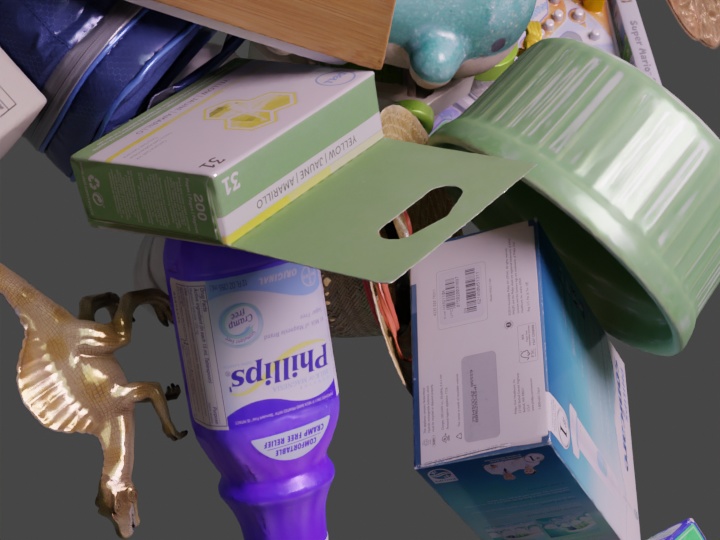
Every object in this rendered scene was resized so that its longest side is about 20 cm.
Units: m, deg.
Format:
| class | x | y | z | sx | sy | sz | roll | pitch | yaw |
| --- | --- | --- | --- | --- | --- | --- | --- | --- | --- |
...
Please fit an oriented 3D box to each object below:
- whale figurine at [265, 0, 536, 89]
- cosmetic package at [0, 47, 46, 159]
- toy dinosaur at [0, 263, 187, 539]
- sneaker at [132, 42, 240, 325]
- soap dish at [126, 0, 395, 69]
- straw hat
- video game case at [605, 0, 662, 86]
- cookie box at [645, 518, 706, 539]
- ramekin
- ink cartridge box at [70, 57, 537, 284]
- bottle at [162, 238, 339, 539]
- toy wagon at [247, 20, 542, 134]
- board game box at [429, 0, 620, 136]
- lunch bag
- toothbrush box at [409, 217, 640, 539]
| class | x | y | z | sx | sy | sz | roll | pitch | yaw |
| --- | --- | --- | --- | --- | --- | --- | --- | --- | --- |
| whale figurine | 0.023 | -0.190 | 1.016 | 0.198 | 0.104 | 0.160 | -9 | 59 | -27 |
| cosmetic package | -0.265 | -0.053 | 0.802 | 0.103 | 0.087 | 0.200 | 47 | 45 | -5 |
| toy dinosaur | -0.151 | 0.041 | 0.865 | 0.101 | 0.058 | 0.201 | -30 | 86 | -45 |
| sneaker | -0.081 | -0.067 | 0.968 | 0.075 | 0.088 | 0.201 | 23 | 52 | -27 |
| soap dish | -0.067 | -0.209 | 0.853 | 0.198 | 0.081 | 0.159 | 14 | 60 | -23 |
| straw hat | 0.000 | 0.000 | 0.991 | 0.201 | 0.084 | 0.203 | -11 | 90 | -70 |
| video game case | 0.200 | -0.115 | 1.191 | 0.018 | 0.144 | 0.201 | -6 | 52 | -3 |
| cookie box | 0.096 | 0.235 | 0.879 | 0.199 | 0.171 | 0.076 | -26 | 80 | -46 |
| ramekin | 0.146 | -0.049 | 0.981 | 0.200 | 0.200 | 0.098 | 43 | 82 | -12 |
| ink cartridge box | -0.030 | -0.058 | 0.832 | 0.145 | 0.199 | 0.048 | -38 | 127 | -43 |
| bottle | -0.054 | 0.068 | 0.876 | 0.083 | 0.065 | 0.202 | -14 | 104 | -27 |
| toy wagon | 0.025 | -0.157 | 1.091 | 0.198 | 0.040 | 0.156 | 8 | 57 | -6 |
| board game box | 0.093 | -0.134 | 1.127 | 0.198 | 0.026 | 0.202 | -3 | 60 | -7 |
| lunch bag | -0.135 | -0.157 | 0.924 | 0.132 | 0.136 | 0.200 | 42 | 56 | -6 |
| toothbrush box | 0.104 | 0.086 | 0.976 | 0.200 | 0.085 | 0.148 | 48 | 35 | -52 |
